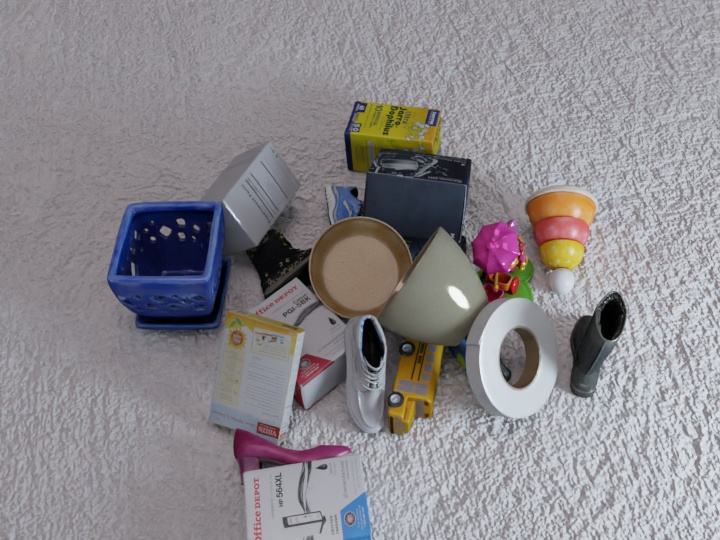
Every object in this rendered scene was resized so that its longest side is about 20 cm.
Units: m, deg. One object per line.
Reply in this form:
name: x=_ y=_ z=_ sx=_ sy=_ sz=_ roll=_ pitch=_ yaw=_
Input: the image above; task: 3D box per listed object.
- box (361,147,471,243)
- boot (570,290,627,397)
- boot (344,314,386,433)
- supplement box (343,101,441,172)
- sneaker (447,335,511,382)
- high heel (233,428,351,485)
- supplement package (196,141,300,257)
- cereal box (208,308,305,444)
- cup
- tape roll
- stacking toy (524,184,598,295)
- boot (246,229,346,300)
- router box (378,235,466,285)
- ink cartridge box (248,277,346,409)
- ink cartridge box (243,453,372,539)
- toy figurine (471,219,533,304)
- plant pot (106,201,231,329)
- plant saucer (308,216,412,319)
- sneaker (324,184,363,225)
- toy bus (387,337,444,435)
box: x=0.115 y=-0.152 z=1.770 sx=0.195 sy=0.127 sz=0.197 roll=8 pitch=24 yaw=7
boot: x=0.407 y=0.101 z=1.532 sx=0.071 sy=0.202 sz=0.185 roll=4 pitch=50 yaw=9
boot: x=0.012 y=0.177 z=1.522 sx=0.072 sy=0.096 sz=0.205 roll=-9 pitch=84 yaw=-14
supplement box: x=0.073 y=-0.286 z=1.951 sx=0.195 sy=0.111 sz=0.110 roll=8 pitch=51 yaw=11
sneaker: x=0.212 y=0.135 z=1.621 sx=0.081 sy=0.072 sz=0.202 roll=-4 pitch=45 yaw=-24
high heel: x=-0.116 y=0.295 z=1.500 sx=0.195 sy=0.068 sz=0.098 roll=-14 pitch=66 yaw=2
supplement package: x=-0.235 y=-0.145 z=1.821 sx=0.120 sy=0.121 sz=0.202 roll=-14 pitch=33 yaw=42
cereal box: x=-0.181 y=0.183 z=1.545 sx=0.141 sy=0.205 sz=0.039 roll=15 pitch=10 yaw=18
cup: x=0.137 y=0.048 z=1.550 sx=0.142 sy=0.201 sz=0.202 roll=35 pitch=57 yaw=-1
tape roll: x=0.261 y=0.149 z=1.520 sx=0.203 sy=0.205 sz=0.037 roll=-45 pitch=23 yaw=-29
stacking toy: x=0.388 y=-0.050 z=1.728 sx=0.142 sy=0.147 sz=0.205 roll=3 pitch=65 yaw=8
boot: x=-0.129 y=-0.039 z=1.767 sx=0.202 sy=0.074 sz=0.155 roll=-36 pitch=50 yaw=2
router box: x=0.098 y=-0.012 z=1.749 sx=0.195 sy=0.063 sz=0.152 roll=12 pitch=51 yaw=15
ink cartridge box: x=-0.110 y=0.130 z=1.637 sx=0.146 sy=0.084 sz=0.199 roll=-36 pitch=56 yaw=-21
ink cartridge box: x=-0.084 y=0.389 z=1.417 sx=0.195 sy=0.085 sz=0.148 roll=-9 pitch=49 yaw=-2
toy figurine: x=0.267 y=-0.021 z=1.660 sx=0.148 sy=0.186 sz=0.201 roll=24 pitch=55 yaw=24
plant pot: x=-0.353 y=0.001 z=1.707 sx=0.195 sy=0.182 sz=0.203 roll=-1 pitch=49 yaw=5
plant saucer: x=0.000 y=0.000 z=1.670 sx=0.195 sy=0.036 sz=0.205 roll=1 pitch=71 yaw=-3
sneaker: x=-0.022 y=-0.107 z=1.832 sx=0.087 sy=0.079 sz=0.203 roll=-10 pitch=49 yaw=0
toy bus: x=0.098 y=0.192 z=1.578 sx=0.076 sy=0.066 sz=0.203 roll=8 pitch=51 yaw=10
